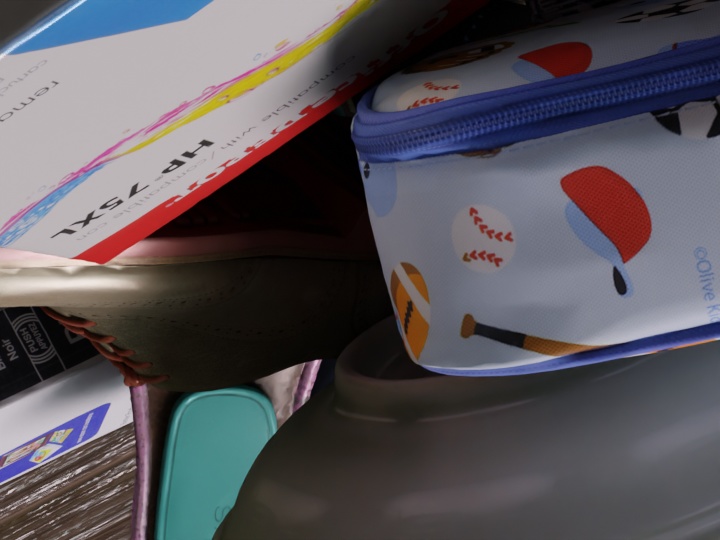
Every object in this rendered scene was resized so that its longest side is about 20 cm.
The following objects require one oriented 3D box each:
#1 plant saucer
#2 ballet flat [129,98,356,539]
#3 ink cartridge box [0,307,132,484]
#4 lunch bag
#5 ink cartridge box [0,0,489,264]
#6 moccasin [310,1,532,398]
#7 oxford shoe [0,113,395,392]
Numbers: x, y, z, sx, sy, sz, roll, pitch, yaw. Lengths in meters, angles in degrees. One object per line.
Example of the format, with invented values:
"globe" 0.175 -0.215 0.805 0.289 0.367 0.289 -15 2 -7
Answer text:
"plant saucer" 0.050 0.032 0.718 0.199 0.050 0.200 -17 -169 3
"ballet flat" -0.041 0.018 0.840 0.069 0.071 0.201 2 116 -9
"ink cartridge box" -0.137 0.051 0.893 0.199 0.039 0.099 -27 168 -23
"lunch bag" 0.087 -0.035 0.645 0.160 0.076 0.200 -15 -172 13
"ink cartridge box" -0.047 -0.062 0.581 0.116 0.067 0.200 -33 168 13
"moccasin" 0.000 0.000 0.885 0.201 0.068 0.080 -63 157 13
"oxford shoe" -0.055 0.003 0.721 0.199 0.070 0.075 0 122 -39
